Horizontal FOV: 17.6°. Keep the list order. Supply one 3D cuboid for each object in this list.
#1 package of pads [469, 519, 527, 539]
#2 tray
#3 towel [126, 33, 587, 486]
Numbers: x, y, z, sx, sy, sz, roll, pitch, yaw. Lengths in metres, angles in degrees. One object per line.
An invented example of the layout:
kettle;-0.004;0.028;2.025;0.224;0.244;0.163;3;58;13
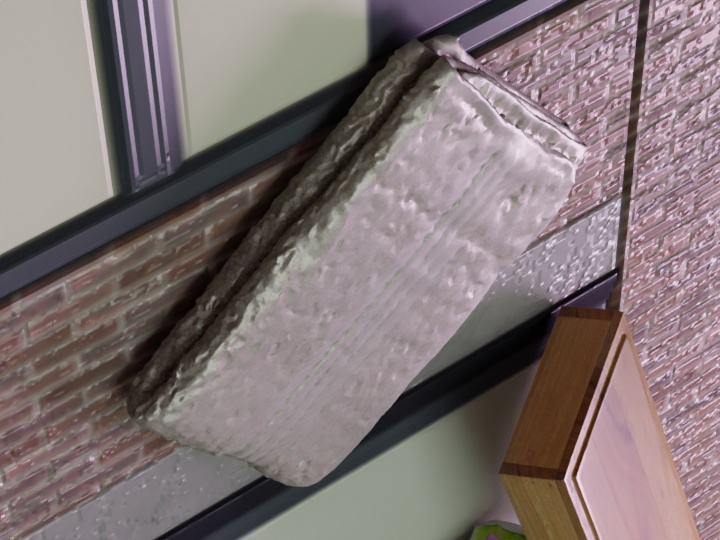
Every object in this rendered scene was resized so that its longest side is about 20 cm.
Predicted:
package of pads;0.077;0.242;1.203;0.154;0.068;0.201;41;68;-57
tray;0.123;0.121;1.135;0.099;0.037;0.201;-66;146;-34
towel;0.000;0.000;0.952;0.200;0.034;0.132;-49;145;9
